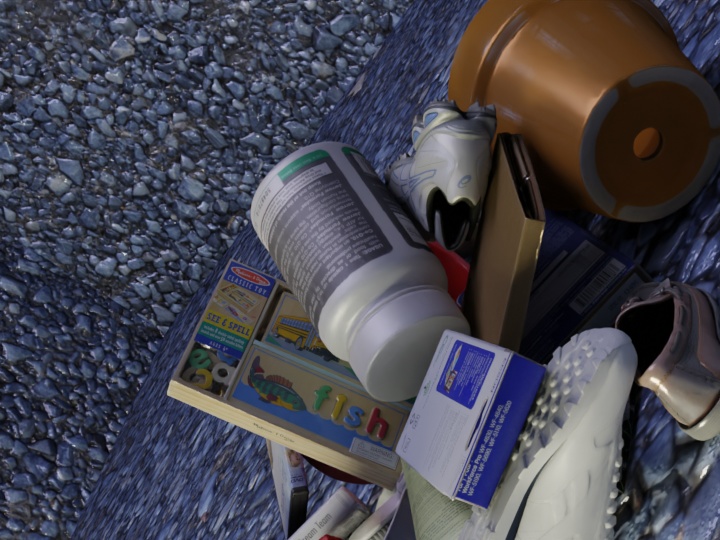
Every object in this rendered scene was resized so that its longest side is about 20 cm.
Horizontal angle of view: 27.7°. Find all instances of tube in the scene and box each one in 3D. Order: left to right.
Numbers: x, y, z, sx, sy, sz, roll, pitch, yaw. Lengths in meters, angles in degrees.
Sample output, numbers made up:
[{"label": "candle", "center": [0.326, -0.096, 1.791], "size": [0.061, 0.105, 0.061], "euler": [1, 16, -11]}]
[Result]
[{"label": "tube", "center": [0.063, 0.173, 1.054], "size": [0.200, 0.051, 0.059], "euler": [-105, 18, -69]}]

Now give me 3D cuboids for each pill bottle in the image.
[{"label": "pill bottle", "center": [0.000, 0.000, 1.169], "size": [0.113, 0.113, 0.201], "euler": [-52, 50, 24]}]

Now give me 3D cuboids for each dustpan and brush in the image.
[{"label": "dustpan and brush", "center": [0.035, 0.202, 1.252], "size": [0.200, 0.057, 0.140], "euler": [-50, 13, 33]}]

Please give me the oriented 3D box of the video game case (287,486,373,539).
[{"label": "video game case", "center": [-0.065, 0.271, 1.311], "size": [0.182, 0.024, 0.200], "euler": [-44, -12, -6]}]

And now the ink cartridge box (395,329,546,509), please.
[{"label": "ink cartridge box", "center": [0.073, 0.096, 0.963], "size": [0.200, 0.039, 0.100], "euler": [-164, 97, -82]}]

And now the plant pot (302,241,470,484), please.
[{"label": "plant pot", "center": [0.016, 0.092, 1.328], "size": [0.178, 0.199, 0.201], "euler": [112, -178, -53]}]

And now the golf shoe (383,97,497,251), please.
[{"label": "golf shoe", "center": [0.061, -0.053, 1.184], "size": [0.200, 0.077, 0.098], "euler": [102, 169, -66]}]

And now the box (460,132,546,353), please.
[{"label": "box", "center": [0.103, 0.017, 1.109], "size": [0.164, 0.021, 0.202], "euler": [-94, 13, -63]}]

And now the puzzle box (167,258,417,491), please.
[{"label": "puzzle box", "center": [-0.041, 0.082, 1.190], "size": [0.025, 0.199, 0.134], "euler": [113, 179, -52]}]

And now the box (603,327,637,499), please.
[{"label": "box", "center": [0.124, 0.149, 1.065], "size": [0.200, 0.040, 0.137], "euler": [-48, 16, 41]}]

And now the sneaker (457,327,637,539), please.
[{"label": "sneaker", "center": [0.130, 0.131, 0.918], "size": [0.076, 0.080, 0.201], "euler": [-98, 32, -74]}]

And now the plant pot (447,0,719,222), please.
[{"label": "plant pot", "center": [0.193, -0.128, 1.179], "size": [0.201, 0.199, 0.183], "euler": [-56, 26, 9]}]

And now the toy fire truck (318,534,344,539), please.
[{"label": "toy fire truck", "center": [-0.016, 0.253, 1.106], "size": [0.049, 0.141, 0.200], "euler": [-55, 29, 3]}]

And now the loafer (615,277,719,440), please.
[{"label": "loafer", "center": [0.199, 0.042, 0.966], "size": [0.072, 0.063, 0.200], "euler": [-55, 12, 14]}]

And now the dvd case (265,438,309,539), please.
[{"label": "dvd case", "center": [-0.077, 0.141, 1.348], "size": [0.143, 0.017, 0.201], "euler": [99, 160, -59]}]

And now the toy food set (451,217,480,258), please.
[{"label": "toy food set", "center": [0.139, -0.072, 1.373], "size": [0.199, 0.061, 0.143], "euler": [-30, -3, -29]}]

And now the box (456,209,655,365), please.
[{"label": "box", "center": [0.154, 0.019, 1.194], "size": [0.121, 0.032, 0.200], "euler": [-47, 21, 3]}]
